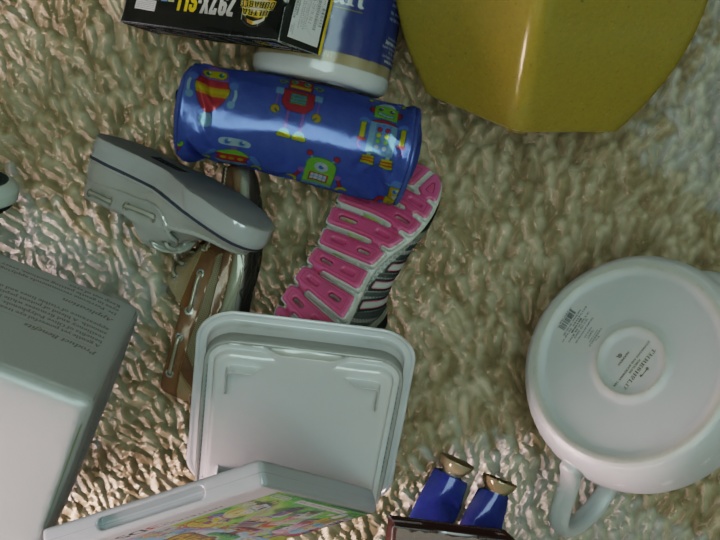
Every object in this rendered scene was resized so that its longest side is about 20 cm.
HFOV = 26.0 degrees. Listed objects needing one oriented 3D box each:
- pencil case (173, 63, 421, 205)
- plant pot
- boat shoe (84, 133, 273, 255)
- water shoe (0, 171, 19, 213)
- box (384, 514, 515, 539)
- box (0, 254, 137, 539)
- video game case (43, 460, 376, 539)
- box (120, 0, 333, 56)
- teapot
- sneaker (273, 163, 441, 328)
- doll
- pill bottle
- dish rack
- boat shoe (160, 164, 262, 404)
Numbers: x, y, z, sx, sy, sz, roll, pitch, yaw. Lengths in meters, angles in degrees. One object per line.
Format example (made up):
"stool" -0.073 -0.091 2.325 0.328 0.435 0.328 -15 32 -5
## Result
"pencil case" -0.052 -0.105 1.219 0.198 0.087 0.078 11 46 -3
"plant pot" 0.139 -0.214 1.184 0.193 0.195 0.201 -4 113 -37
"boat shoe" -0.149 -0.046 1.219 0.199 0.072 0.066 27 103 33
"water shoe" -0.360 -0.018 1.260 0.199 0.072 0.079 -20 114 2
"box" 0.058 0.299 1.220 0.099 0.075 0.202 8 89 -3
"box" -0.302 0.107 1.175 0.198 0.172 0.201 21 111 -5
"video game case" -0.107 0.188 1.167 0.181 0.200 0.022 -19 70 18
"box" -0.094 -0.256 1.203 0.049 0.199 0.161 11 92 -46
"teapot" 0.231 0.096 1.243 0.199 0.146 0.199 -14 65 19
"sneaker" 0.000 0.000 1.266 0.073 0.088 0.200 26 66 19
"doll" 0.064 0.259 1.282 0.136 0.048 0.201 24 90 -2
"pill bottle" -0.015 -0.245 1.237 0.110 0.111 0.202 11 91 -2
"dish rack" -0.051 0.123 1.219 0.170 0.044 0.201 7 130 -2
"boat shoe" -0.123 0.011 1.258 0.071 0.076 0.202 8 84 7
